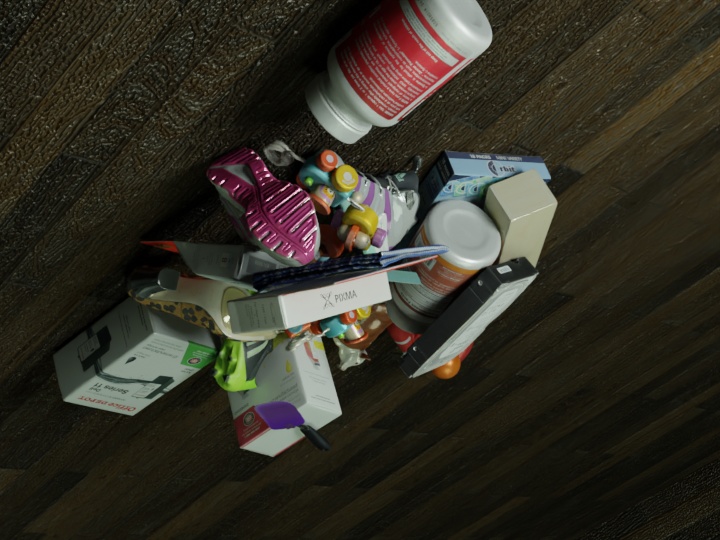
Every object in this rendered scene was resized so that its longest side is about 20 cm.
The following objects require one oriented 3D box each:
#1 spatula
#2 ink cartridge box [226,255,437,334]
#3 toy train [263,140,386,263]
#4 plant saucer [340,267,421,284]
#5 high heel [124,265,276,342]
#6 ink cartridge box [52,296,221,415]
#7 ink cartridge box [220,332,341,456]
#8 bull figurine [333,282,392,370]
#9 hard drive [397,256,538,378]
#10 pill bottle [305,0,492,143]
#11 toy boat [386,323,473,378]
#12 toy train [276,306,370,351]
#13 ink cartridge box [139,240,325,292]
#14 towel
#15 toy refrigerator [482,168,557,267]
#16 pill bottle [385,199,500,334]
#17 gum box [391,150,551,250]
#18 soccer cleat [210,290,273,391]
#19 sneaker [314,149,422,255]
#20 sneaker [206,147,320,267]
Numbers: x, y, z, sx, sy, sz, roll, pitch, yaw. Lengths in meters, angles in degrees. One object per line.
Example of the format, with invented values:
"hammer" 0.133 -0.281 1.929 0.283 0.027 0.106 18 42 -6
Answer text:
"spatula" -0.085 0.225 1.597 0.056 0.021 0.200 -14 152 18
"ink cartridge box" -0.028 0.029 1.324 0.175 0.045 0.199 -9 -177 40
"toy train" -0.053 -0.067 1.381 0.149 0.056 0.201 9 145 28
"plant saucer" 0.000 0.000 1.568 0.069 0.019 0.199 6 -178 -36
"high heel" -0.218 0.046 1.519 0.199 0.072 0.142 30 162 -28
"ink cartridge box" -0.323 0.121 1.623 0.199 0.084 0.146 -34 148 24
"ink cartridge box" -0.127 0.152 1.677 0.145 0.201 0.083 -35 144 26
"bull figurine" -0.003 0.081 1.768 0.121 0.066 0.200 12 134 -35
"hard drive" 0.151 0.066 1.567 0.200 0.038 0.139 -47 163 25
"pill bottle" 0.037 -0.231 1.228 0.200 0.113 0.112 -37 146 27
"toy boat" 0.126 0.118 1.842 0.130 0.132 0.200 -23 150 7
"toy train" -0.047 0.076 1.528 0.149 0.056 0.200 -32 -168 1
"ink cartridge box" -0.168 0.002 1.449 0.199 0.048 0.159 3 170 40
"towel" -0.014 -0.004 1.317 0.199 0.024 0.144 -9 180 36
"toy refrigerator" 0.212 -0.053 1.586 0.075 0.070 0.201 -22 153 -15
"pill bottle" 0.108 0.002 1.570 0.111 0.113 0.200 -4 148 -26
"gum box" 0.149 -0.087 1.603 0.169 0.045 0.200 0 144 -31
"soccer cleat" -0.153 0.077 1.606 0.081 0.067 0.202 9 103 -51
"sneaker" 0.023 -0.114 1.470 0.140 0.078 0.201 -38 139 -9
"sneaker" -0.105 -0.062 1.327 0.081 0.200 0.089 -30 138 -12
